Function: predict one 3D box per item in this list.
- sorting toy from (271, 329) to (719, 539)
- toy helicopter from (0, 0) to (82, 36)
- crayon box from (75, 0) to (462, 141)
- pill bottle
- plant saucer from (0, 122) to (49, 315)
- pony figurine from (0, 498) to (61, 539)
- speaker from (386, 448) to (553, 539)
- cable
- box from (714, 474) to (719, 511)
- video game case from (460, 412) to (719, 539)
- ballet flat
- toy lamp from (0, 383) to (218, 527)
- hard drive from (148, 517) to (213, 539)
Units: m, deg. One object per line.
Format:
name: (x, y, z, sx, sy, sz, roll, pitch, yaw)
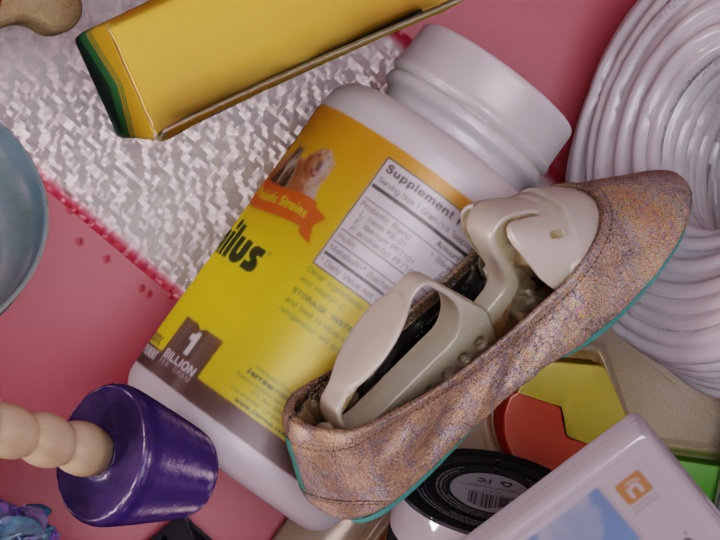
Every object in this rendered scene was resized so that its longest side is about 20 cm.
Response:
sorting toy: (0.087, 0.117, 1.237, 0.200, 0.036, 0.185, 38, 86, -10)
toy helicopter: (-0.125, -0.165, 1.173, 0.199, 0.079, 0.133, -12, 93, -22)
crayon box: (-0.040, -0.099, 1.119, 0.127, 0.200, 0.051, -25, 97, -8)
pill bottle: (0.000, 0.000, 1.178, 0.109, 0.109, 0.200, 37, 86, -10)
plant saucer: (-0.223, -0.017, 1.115, 0.199, 0.201, 0.028, 2, 130, -10)
pony figurine: (-0.193, 0.108, 1.109, 0.193, 0.200, 0.167, 34, 94, 20)
speaker: (0.039, 0.181, 1.179, 0.081, 0.081, 0.201, 5, 113, -10)
cable: (0.166, -0.046, 1.159, 0.069, 0.200, 0.201, 18, 107, -36)
box: (0.259, 0.070, 1.219, 0.175, 0.097, 0.201, 14, 88, -18)
video game case: (0.082, 0.179, 1.129, 0.200, 0.022, 0.182, -37, 114, 7)
ballet flat: (0.049, 0.015, 1.105, 0.200, 0.068, 0.067, -44, 126, -13)
toy lamp: (-0.136, 0.058, 1.051, 0.200, 0.058, 0.058, 20, 89, -42)
hard drive: (-0.096, 0.219, 1.206, 0.135, 0.042, 0.200, 42, 85, -10)
